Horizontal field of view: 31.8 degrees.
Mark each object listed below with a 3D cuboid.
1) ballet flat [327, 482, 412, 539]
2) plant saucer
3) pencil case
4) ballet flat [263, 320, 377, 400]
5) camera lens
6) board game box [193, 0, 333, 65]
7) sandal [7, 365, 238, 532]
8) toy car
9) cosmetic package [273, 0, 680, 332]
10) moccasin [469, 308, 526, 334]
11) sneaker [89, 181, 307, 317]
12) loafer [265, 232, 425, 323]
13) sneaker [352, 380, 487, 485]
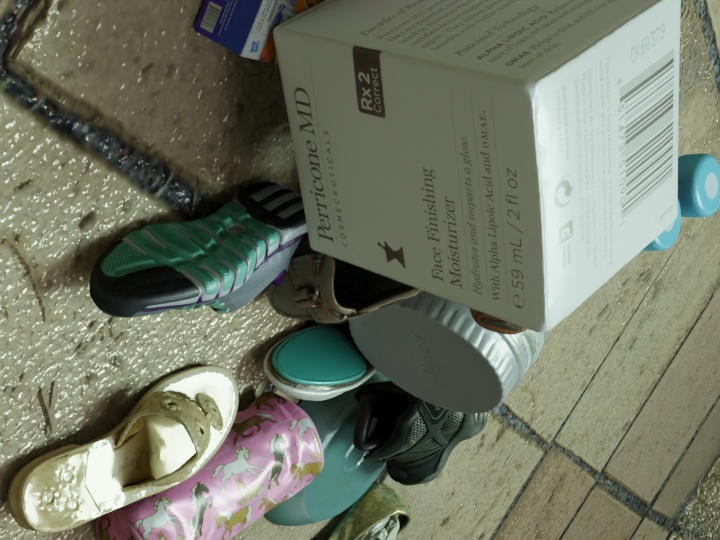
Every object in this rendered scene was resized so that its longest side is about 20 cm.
[{"bbox_3d":[-0.020,0.307,1.318,0.200,0.070,0.071,-44,149,-24],"label":"ballet flat"},{"bbox_3d":[-0.015,0.170,1.222,0.200,0.036,0.201,-38,146,-32],"label":"plant saucer"},{"bbox_3d":[-0.116,0.177,1.016,0.200,0.082,0.087,-33,143,-40],"label":"pencil case"},{"bbox_3d":[-0.016,0.077,1.109,0.199,0.069,0.070,-26,138,-47],"label":"ballet flat"},{"bbox_3d":[0.098,-0.002,1.070,0.201,0.159,0.161,-58,155,-28],"label":"camera lens"},{"bbox_3d":[-0.015,-0.229,0.817,0.134,0.045,0.201,0,117,-58],"label":"board game box"},{"bbox_3d":[-0.146,0.131,0.910,0.211,0.069,0.078,-26,105,-42],"label":"sandal"},{"bbox_3d":[0.225,-0.132,1.220,0.176,0.183,0.202,-29,113,-42],"label":"toy car"},{"bbox_3d":[0.078,-0.093,0.807,0.165,0.199,0.166,-35,130,-37],"label":"cosmetic package"},{"bbox_3d":[0.119,-0.053,0.961,0.078,0.073,0.203,111,-3,-56],"label":"moccasin"},{"bbox_3d":[-0.107,0.009,0.880,0.199,0.074,0.088,-26,144,-46],"label":"sneaker"},{"bbox_3d":[0.000,0.000,0.937,0.072,0.199,0.063,59,37,-17],"label":"loafer"},{"bbox_3d":[0.035,0.149,1.175,0.113,0.077,0.200,0,157,-15],"label":"sneaker"}]
